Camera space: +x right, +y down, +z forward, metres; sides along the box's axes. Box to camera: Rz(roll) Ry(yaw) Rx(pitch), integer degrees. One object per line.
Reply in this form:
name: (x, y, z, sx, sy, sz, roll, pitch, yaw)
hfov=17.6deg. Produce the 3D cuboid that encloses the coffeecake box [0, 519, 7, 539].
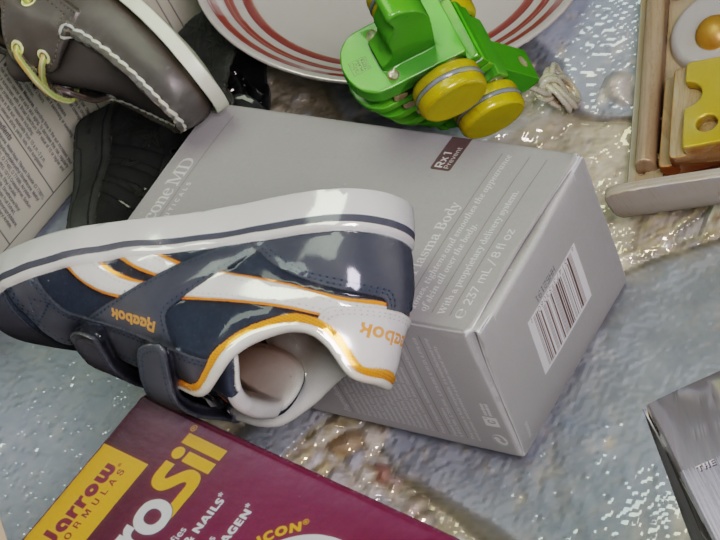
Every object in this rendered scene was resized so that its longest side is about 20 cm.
coffeecake box: (-0.219, 0.163, 0.916, 0.200, 0.073, 0.154, -53, 38, 20)

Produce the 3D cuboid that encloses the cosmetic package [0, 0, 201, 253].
cosmetic package: (-0.168, -0.104, 1.177, 0.071, 0.105, 0.200, 18, 60, 39)

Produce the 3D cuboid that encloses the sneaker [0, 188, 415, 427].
sneaker: (-0.070, 0.022, 0.923, 0.199, 0.078, 0.080, -10, 73, 32)

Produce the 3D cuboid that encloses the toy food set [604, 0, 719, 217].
toy food set: (0.181, -0.112, 1.023, 0.142, 0.061, 0.201, -9, 47, 21)

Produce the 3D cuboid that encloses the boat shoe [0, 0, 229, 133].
boat shoe: (-0.140, -0.110, 1.068, 0.061, 0.072, 0.201, -45, 54, -12)

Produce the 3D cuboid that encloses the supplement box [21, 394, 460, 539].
supplement box: (-0.035, 0.140, 0.889, 0.199, 0.086, 0.111, 21, 63, 40)

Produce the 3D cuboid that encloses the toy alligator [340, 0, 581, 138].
toy alligator: (0.038, -0.081, 1.001, 0.054, 0.200, 0.060, -32, 71, 18)

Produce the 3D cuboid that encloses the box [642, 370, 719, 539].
box: (0.154, 0.145, 0.697, 0.048, 0.201, 0.159, -24, 44, 1)

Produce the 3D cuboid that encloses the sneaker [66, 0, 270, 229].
sneaker: (-0.082, -0.049, 1.109, 0.104, 0.060, 0.201, -24, 39, 12)

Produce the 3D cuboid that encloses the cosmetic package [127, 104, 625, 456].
cosmetic package: (0.000, 0.000, 1.000, 0.199, 0.090, 0.107, 11, 53, 31)

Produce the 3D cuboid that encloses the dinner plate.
dinner plate: (0.016, -0.152, 1.150, 0.198, 0.024, 0.201, -3, 44, 3)
